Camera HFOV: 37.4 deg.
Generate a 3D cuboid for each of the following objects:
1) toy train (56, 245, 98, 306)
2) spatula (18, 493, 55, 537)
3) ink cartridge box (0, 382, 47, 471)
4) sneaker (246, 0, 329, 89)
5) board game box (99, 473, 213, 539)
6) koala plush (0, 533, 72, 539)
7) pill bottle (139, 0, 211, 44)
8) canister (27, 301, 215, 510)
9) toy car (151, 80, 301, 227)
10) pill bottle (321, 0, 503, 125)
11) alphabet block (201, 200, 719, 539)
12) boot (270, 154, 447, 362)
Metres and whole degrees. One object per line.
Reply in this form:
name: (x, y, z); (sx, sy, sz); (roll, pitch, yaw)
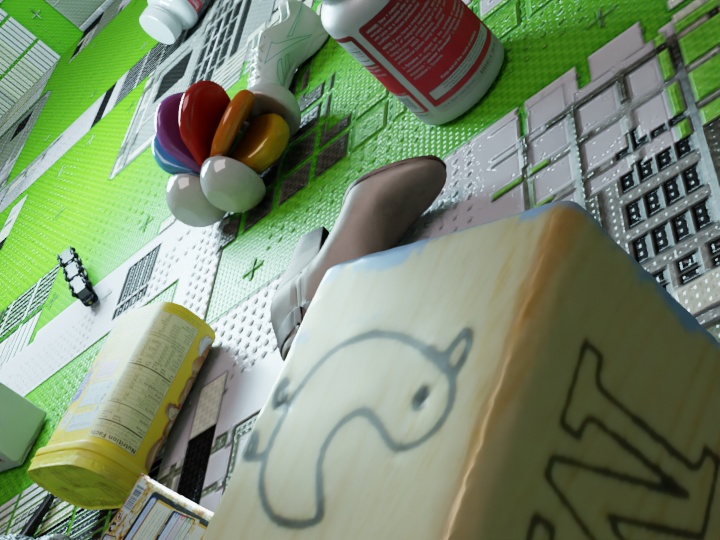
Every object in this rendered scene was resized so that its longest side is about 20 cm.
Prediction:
toy train: (-0.421, 0.009, 1.590); (0.034, 0.046, 0.200); (-37, 29, -7)
spatula: (-0.350, 0.240, 1.214); (0.057, 0.021, 0.200); (-31, 33, 57)
ink cartridge box: (-0.531, 0.202, 1.403); (0.200, 0.145, 0.084); (-22, 37, 43)
sneaker: (-0.125, -0.285, 1.463); (0.070, 0.080, 0.200); (11, 66, 58)
board game box: (-0.173, 0.263, 0.885); (0.200, 0.046, 0.152); (4, 59, 58)
koala plush: (-0.352, 0.323, 0.972); (0.177, 0.184, 0.200); (-21, 25, 48)
pill bottle: (-0.354, -0.551, 2.112); (0.111, 0.111, 0.200); (-3, 54, 56)
canister: (-0.245, 0.139, 1.110); (0.148, 0.087, 0.200); (-17, 40, 47)
toy car: (-0.184, -0.162, 1.319); (0.200, 0.150, 0.175); (-16, 43, 49)
pill bottle: (0.036, -0.242, 1.024); (0.112, 0.200, 0.112); (-36, 30, 26)
alphabet block: (0.067, 0.115, 0.539); (0.195, 0.196, 0.200); (-17, 42, 50)
boot: (0.000, 0.000, 0.939); (0.200, 0.070, 0.146); (-35, 37, 31)
